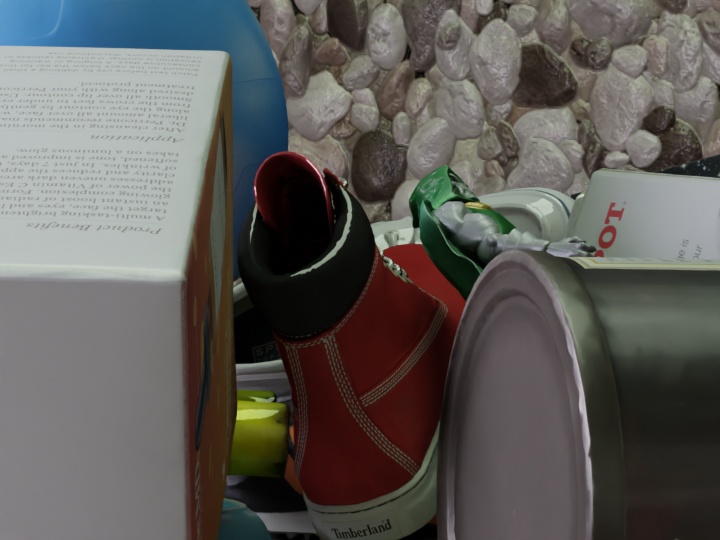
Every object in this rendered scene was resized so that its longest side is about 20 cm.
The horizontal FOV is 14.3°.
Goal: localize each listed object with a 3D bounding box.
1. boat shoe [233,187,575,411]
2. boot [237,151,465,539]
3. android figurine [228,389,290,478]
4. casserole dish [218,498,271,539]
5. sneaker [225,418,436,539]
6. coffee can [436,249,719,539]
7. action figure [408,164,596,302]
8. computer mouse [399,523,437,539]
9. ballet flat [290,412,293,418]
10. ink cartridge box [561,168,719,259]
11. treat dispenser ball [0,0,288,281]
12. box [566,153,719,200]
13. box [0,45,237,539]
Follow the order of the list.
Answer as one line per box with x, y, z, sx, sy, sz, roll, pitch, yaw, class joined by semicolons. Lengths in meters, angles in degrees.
0.008;0.014;1.305;0.199;0.074;0.065;-27;-24;18;boat shoe
0.000;0.000;1.162;0.072;0.145;0.200;-12;23;13;boot
-0.131;0.065;1.186;0.199;0.041;0.182;1;2;-8;android figurine
-0.114;0.107;1.147;0.121;0.039;0.200;0;2;-38;casserole dish
0.000;0.076;1.294;0.199;0.091;0.070;4;3;41;sneaker
0.137;0.068;0.863;0.199;0.147;0.146;0;2;-15;coffee can
0.079;0.021;1.118;0.200;0.055;0.118;45;-1;38;action figure
0.058;0.107;1.111;0.140;0.046;0.200;1;2;-15;computer mouse
-0.074;0.081;1.394;0.199;0.063;0.069;-5;12;-24;ballet flat
0.170;0.045;1.176;0.199;0.146;0.083;7;-18;43;ink cartridge box
-0.130;-0.056;1.204;0.200;0.202;0.201;1;2;0;treat dispenser ball
0.127;0.029;1.302;0.199;0.137;0.038;-15;-20;21;box
-0.101;0.027;0.991;0.106;0.153;0.200;1;25;1;box
